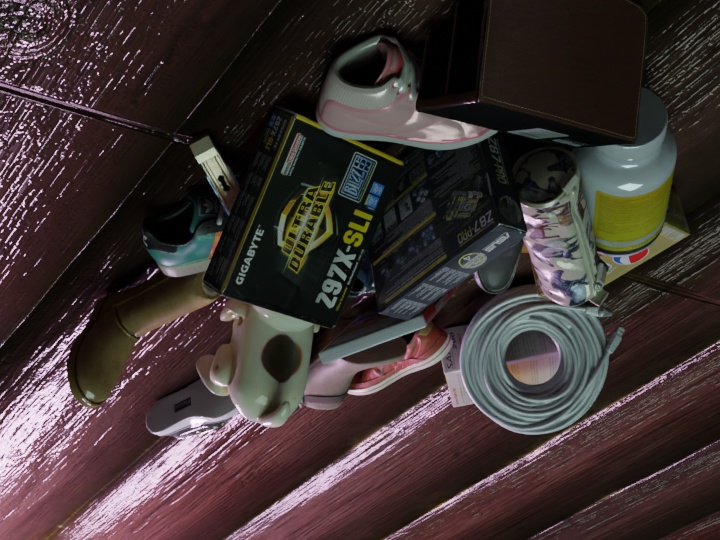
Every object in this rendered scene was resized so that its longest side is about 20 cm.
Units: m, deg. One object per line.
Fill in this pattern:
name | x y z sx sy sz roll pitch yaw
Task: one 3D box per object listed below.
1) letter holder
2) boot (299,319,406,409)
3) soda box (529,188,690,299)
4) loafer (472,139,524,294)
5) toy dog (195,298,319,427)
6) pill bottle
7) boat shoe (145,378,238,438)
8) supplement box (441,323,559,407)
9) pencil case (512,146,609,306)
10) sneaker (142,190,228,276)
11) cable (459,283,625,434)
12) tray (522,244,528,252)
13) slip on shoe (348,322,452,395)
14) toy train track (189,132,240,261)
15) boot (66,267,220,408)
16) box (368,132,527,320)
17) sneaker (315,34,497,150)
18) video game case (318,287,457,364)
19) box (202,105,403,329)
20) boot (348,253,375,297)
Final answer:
letter holder | 0.168 -0.208 1.148 0.198 0.144 0.100 9 177 -32
boot | -0.034 0.139 1.664 0.198 0.071 0.147 7 138 8
soda box | 0.306 -0.034 1.483 0.064 0.068 0.199 19 140 -37
loafer | 0.155 -0.047 1.357 0.072 0.073 0.202 -11 129 -6
toy dog | -0.110 0.072 1.455 0.138 0.194 0.202 15 110 -13
pill bottle | 0.287 -0.109 1.310 0.111 0.113 0.201 -10 150 2
boat shoe | -0.223 0.199 1.741 0.199 0.071 0.063 -20 148 33
supplement box | 0.216 0.123 1.715 0.198 0.074 0.126 -11 149 4
pencil case | 0.217 -0.045 1.291 0.089 0.078 0.201 21 153 34
sneaker | -0.149 -0.054 1.331 0.198 0.072 0.080 -19 143 7
cable | 0.234 0.117 1.609 0.198 0.202 0.069 21 -173 2
tray | 0.144 -0.059 1.433 0.198 0.037 0.099 0 148 -12
slip on shoe | 0.041 0.120 1.685 0.199 0.074 0.061 -29 111 40
toy train track | -0.127 -0.055 1.284 0.114 0.033 0.201 -26 119 3
boot | -0.248 0.058 1.406 0.199 0.176 0.066 -24 131 30
box | 0.082 -0.064 1.287 0.049 0.163 0.200 16 141 -35
sneaker | 0.057 -0.177 1.174 0.198 0.076 0.105 0 154 -6
video game case | 0.038 0.063 1.508 0.142 0.018 0.200 -22 -174 19
box | -0.058 -0.052 1.265 0.159 0.049 0.202 19 97 -41
boot | 0.000 0.000 1.435 0.072 0.091 0.200 -24 149 23
